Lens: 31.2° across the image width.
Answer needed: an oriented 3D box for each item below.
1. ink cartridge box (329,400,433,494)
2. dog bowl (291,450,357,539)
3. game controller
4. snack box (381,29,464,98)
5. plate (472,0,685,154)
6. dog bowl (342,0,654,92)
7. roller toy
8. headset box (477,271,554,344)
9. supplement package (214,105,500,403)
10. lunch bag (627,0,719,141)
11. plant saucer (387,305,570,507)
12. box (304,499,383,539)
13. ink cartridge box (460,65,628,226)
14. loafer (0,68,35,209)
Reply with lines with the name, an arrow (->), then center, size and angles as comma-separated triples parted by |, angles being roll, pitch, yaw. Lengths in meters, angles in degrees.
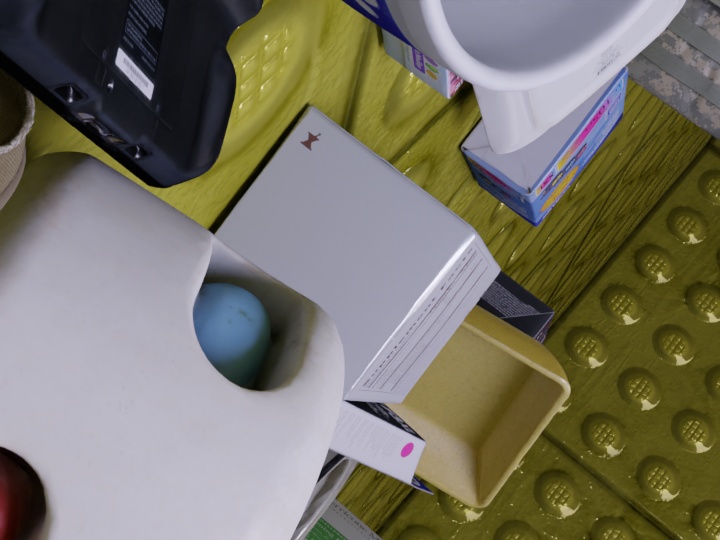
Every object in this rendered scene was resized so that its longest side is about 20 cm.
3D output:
ink cartridge box -> -0.024, 0.077, 0.781 | 0.037, 0.095, 0.200 | -52, 142, 0
dog bowl -> -0.087, 0.216, 1.183 | 0.200, 0.074, 0.200 | -49, 168, -14
game controller -> -0.069, -0.091, 0.378 | 0.200, 0.042, 0.105 | 51, 55, -77
snack box -> 0.068, -0.185, 0.638 | 0.142, 0.053, 0.200 | -51, 167, -8
plate -> 0.160, -0.178, 0.889 | 0.199, 0.032, 0.200 | -42, 156, -4
dog bowl -> 0.063, -0.172, 0.465 | 0.200, 0.079, 0.201 | -35, 145, -30
roller toy -> -0.097, 0.069, 0.440 | 0.201, 0.139, 0.182 | -63, -167, -25
headset box -> 0.082, 0.042, 1.119 | 0.075, 0.148, 0.200 | -50, 168, -10
supplement package -> 0.000, 0.000, 0.773 | 0.117, 0.117, 0.200 | -52, 168, 1
lunch bag -> 0.384, -0.255, 1.328 | 0.200, 0.164, 0.118 | -58, 168, 28
plant saucer -> 0.049, 0.075, 0.998 | 0.049, 0.199, 0.200 | -55, 173, -39
box -> -0.055, 0.422, 1.595 | 0.200, 0.199, 0.171 | -54, 168, 13
ink cartridge box -> 0.166, -0.120, 1.140 | 0.137, 0.076, 0.200 | -52, 169, 1
loafer -> -0.128, -0.045, 0.271 | 0.067, 0.076, 0.200 | -48, 169, 17
